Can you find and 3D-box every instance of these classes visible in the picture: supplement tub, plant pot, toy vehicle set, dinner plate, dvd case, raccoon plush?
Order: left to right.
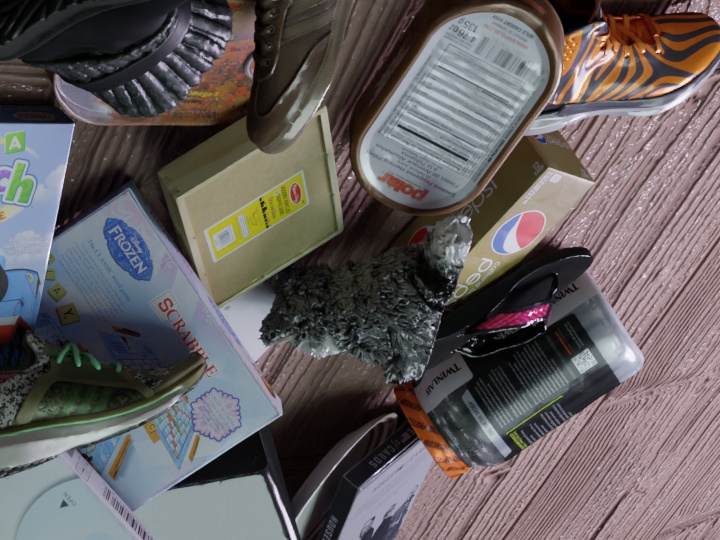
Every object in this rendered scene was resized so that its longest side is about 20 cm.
[{"bbox_3d":[-0.144,0.190,1.636,0.198,0.201,0.179,-10,129,-9],"label":"plant pot"},{"bbox_3d":[-0.076,-0.049,1.495,0.124,0.027,0.200,-32,158,-11],"label":"toy vehicle set"},{"bbox_3d":[-0.034,0.204,1.843,0.201,0.024,0.200,-52,168,-16],"label":"dinner plate"},{"bbox_3d":[0.000,0.000,1.571,0.133,0.097,0.201,14,135,-5],"label":"raccoon plush"},{"bbox_3d":[0.011,0.218,1.902,0.150,0.025,0.201,-37,156,-42],"label":"dvd case"},{"bbox_3d":[0.136,0.087,1.793,0.199,0.123,0.123,-34,146,5],"label":"supplement tub"}]

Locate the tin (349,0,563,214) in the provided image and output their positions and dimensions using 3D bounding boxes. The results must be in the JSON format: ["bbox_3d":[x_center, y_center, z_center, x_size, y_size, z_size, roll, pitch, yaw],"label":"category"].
[{"bbox_3d":[0.067,-0.123,1.494,0.111,0.042,0.200,27,124,-12],"label":"tin"}]

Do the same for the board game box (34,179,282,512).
[{"bbox_3d":[-0.191,0.073,1.483,0.199,0.041,0.201,-32,102,4],"label":"board game box"}]

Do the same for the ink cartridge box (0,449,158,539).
[{"bbox_3d":[-0.265,0.208,1.463,0.200,0.047,0.160,-41,101,5],"label":"ink cartridge box"}]

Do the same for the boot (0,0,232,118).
[{"bbox_3d":[-0.115,-0.162,1.205,0.210,0.080,0.157,-16,159,32],"label":"boot"}]

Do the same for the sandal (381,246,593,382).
[{"bbox_3d":[0.110,0.046,1.677,0.199,0.045,0.075,-31,156,-14],"label":"sandal"}]

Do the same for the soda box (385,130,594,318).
[{"bbox_3d":[0.092,-0.029,1.661,0.067,0.064,0.200,13,128,-48],"label":"soda box"}]

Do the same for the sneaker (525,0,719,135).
[{"bbox_3d":[0.190,-0.172,1.541,0.199,0.078,0.112,-20,146,-16],"label":"sneaker"}]

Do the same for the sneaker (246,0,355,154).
[{"bbox_3d":[-0.044,-0.178,1.328,0.075,0.070,0.201,21,93,-23],"label":"sneaker"}]

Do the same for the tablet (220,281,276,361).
[{"bbox_3d":[-0.143,0.045,1.622,0.130,0.014,0.199,-46,143,22],"label":"tablet"}]

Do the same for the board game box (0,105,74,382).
[{"bbox_3d":[-0.279,-0.012,1.365,0.150,0.037,0.202,-3,116,-36],"label":"board game box"}]

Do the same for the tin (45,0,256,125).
[{"bbox_3d":[-0.117,-0.149,1.369,0.199,0.042,0.112,-2,141,-37],"label":"tin"}]

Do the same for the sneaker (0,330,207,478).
[{"bbox_3d":[-0.196,0.077,1.402,0.199,0.089,0.077,-19,177,-30],"label":"sneaker"}]
